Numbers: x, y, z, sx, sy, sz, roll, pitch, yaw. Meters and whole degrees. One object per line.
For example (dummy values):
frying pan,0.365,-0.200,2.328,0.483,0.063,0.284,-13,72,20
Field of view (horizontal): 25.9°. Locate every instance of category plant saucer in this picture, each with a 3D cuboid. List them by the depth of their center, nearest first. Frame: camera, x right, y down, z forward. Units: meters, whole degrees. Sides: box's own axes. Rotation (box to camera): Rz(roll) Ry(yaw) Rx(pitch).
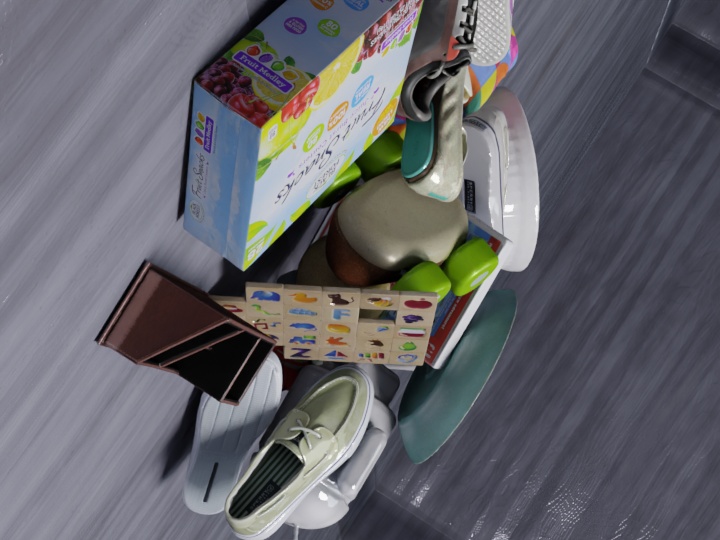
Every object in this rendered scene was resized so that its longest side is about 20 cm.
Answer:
plant saucer,0.089,0.098,1.569,0.201,0.036,0.200,-59,-173,12

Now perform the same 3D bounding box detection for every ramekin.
ramekin,0.117,-0.095,1.691,0.200,0.097,0.202,174,-90,-79

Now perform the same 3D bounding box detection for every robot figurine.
robot figurine,-0.040,0.176,1.587,0.169,0.113,0.201,12,-110,57

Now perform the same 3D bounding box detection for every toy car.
toy car,0.000,0.000,1.488,0.157,0.165,0.200,-23,160,-48

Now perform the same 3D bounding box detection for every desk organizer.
desk organizer,-0.131,0.056,1.241,0.072,0.077,0.200,-58,170,-2

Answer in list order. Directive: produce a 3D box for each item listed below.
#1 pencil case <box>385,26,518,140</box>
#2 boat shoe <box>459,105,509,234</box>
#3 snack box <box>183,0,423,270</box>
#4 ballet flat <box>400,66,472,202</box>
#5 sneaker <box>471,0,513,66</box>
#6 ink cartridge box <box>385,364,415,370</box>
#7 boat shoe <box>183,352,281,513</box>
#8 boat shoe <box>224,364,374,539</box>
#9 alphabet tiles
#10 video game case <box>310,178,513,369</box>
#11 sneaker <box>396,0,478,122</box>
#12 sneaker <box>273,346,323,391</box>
pencil case,0.085,-0.183,1.573,0.200,0.088,0.089,-51,167,-38
boat shoe,0.120,-0.072,1.562,0.070,0.071,0.201,-42,139,-44
snack box,-0.042,-0.123,1.148,0.200,0.068,0.169,-45,162,-32
ballet flat,0.074,-0.153,1.471,0.067,0.062,0.201,-20,-127,44
sneaker,0.123,-0.308,1.491,0.201,0.072,0.115,98,3,-50
ink cartridge box,0.038,0.028,1.639,0.200,0.067,0.117,91,5,-75
boat shoe,-0.132,0.148,1.536,0.062,0.072,0.201,-99,-150,-56
boat shoe,-0.056,0.173,1.493,0.200,0.072,0.062,-53,164,-11
alphabet tiles,-0.036,0.049,1.400,0.167,0.198,0.008,97,-4,-66
video game case,0.042,-0.015,1.545,0.017,0.200,0.144,17,106,-55
sneaker,0.083,-0.222,1.403,0.077,0.082,0.201,2,121,-52
sneaker,-0.083,0.100,1.669,0.085,0.077,0.200,-39,159,-11
